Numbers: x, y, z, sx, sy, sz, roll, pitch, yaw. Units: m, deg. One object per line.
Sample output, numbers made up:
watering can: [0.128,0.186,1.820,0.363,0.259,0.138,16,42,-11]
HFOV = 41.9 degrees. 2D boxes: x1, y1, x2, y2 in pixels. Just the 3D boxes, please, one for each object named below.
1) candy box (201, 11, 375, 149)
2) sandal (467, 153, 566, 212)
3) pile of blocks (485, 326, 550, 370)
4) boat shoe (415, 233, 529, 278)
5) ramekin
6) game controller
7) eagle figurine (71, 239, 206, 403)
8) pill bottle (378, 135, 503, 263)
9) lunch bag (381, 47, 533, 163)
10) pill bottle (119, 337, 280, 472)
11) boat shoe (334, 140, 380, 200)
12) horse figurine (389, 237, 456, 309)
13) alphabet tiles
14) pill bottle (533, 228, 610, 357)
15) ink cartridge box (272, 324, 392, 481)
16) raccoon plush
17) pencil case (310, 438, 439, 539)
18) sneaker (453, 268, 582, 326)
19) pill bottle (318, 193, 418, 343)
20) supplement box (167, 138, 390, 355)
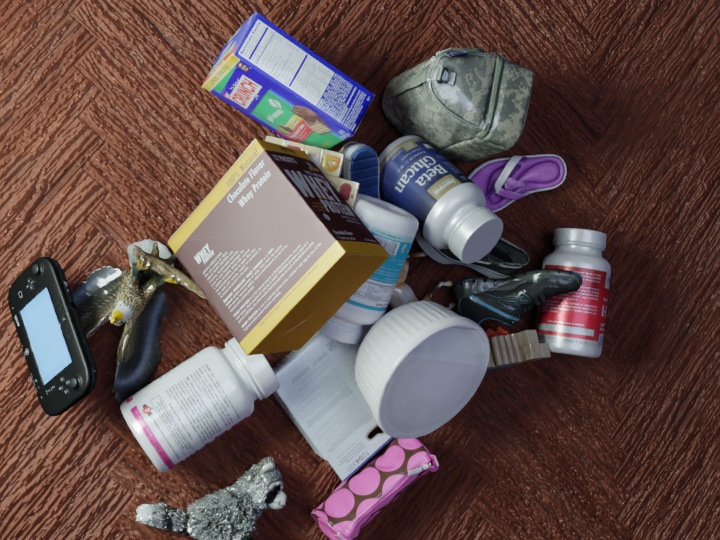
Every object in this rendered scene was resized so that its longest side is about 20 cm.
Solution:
candy box: [-0.105,-0.255,1.328,0.199,0.169,0.077,32,75,-17]
sandal: [0.254,-0.150,1.531,0.202,0.050,0.083,-21,97,-20]
pile of blocks: [0.196,0.126,1.490,0.199,0.082,0.063,-9,78,-6]
boat shoe: [0.178,-0.042,1.476,0.199,0.064,0.071,18,60,-30]
ramekin: [0.082,0.135,1.358,0.201,0.094,0.203,-21,132,-25]
game controller: [-0.402,0.085,1.220,0.104,0.042,0.201,-33,69,19]
eagle figurine: [-0.322,0.058,1.279,0.152,0.151,0.200,48,111,24]
pill bottle: [0.114,-0.103,1.389,0.111,0.111,0.200,-34,58,-18]
lunch bag: [0.138,-0.254,1.407,0.167,0.200,0.140,14,84,-22]
pill bottle: [-0.218,0.177,1.300,0.199,0.113,0.114,-33,101,-13]
boat shoe: [-0.010,-0.097,1.411,0.072,0.072,0.201,-9,116,-30]
horse figurine: [0.074,0.025,1.460,0.132,0.050,0.201,-34,104,-24]
alphabet tiles: [-0.097,-0.096,1.332,0.006,0.199,0.167,5,101,-63]
pill bottle: [0.346,0.036,1.532,0.112,0.112,0.201,9,87,-21]
ink cartridge box: [-0.017,0.179,1.426,0.196,0.043,0.201,-38,104,-19]
raccoon plush: [-0.202,0.315,1.330,0.199,0.097,0.135,21,74,-20]
pencil case: [0.025,0.330,1.412,0.200,0.094,0.091,-40,121,-15]
sneaker: [0.249,0.043,1.470,0.199,0.073,0.082,-9,87,11]
pill bottle: [0.000,0.000,1.345,0.110,0.111,0.201,18,102,-20]
supplement box: [-0.110,-0.029,1.258,0.197,0.133,0.200,-46,70,19]
